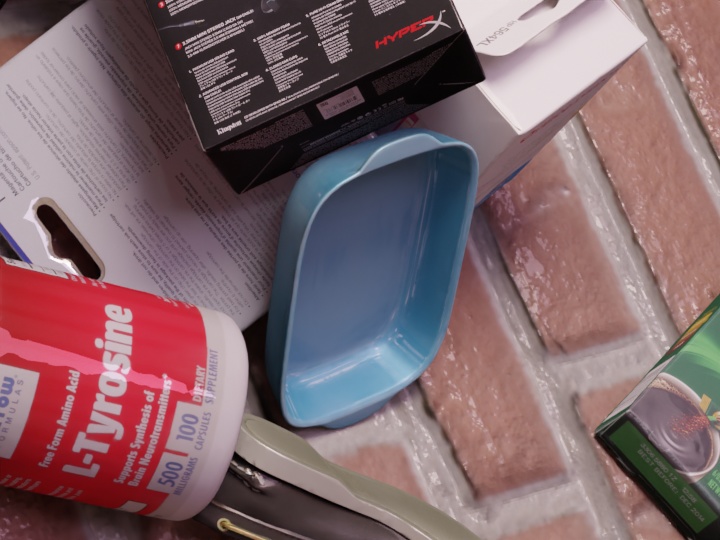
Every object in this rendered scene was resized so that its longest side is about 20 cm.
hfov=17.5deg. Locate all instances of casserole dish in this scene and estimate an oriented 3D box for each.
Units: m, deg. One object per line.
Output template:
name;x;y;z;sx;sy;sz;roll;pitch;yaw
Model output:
casserole dish;0.000;0.000;1.278;0.121;0.201;0.039;-21;49;-32

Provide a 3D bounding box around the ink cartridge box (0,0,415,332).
ink cartridge box;-0.105;-0.060;1.301;0.200;0.043;0.197;-38;91;-8

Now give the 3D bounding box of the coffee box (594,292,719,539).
coffee box;0.244;0.081;1.452;0.123;0.044;0.200;48;51;2

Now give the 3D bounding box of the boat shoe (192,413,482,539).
boat shoe;0.000;0.146;1.265;0.201;0.061;0.072;30;8;-23

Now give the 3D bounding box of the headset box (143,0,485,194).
headset box;-0.042;-0.166;1.234;0.148;0.077;0.201;-25;69;4

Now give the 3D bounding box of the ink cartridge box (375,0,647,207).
ink cartridge box;0.056;-0.115;1.352;0.125;0.200;0.128;49;51;5

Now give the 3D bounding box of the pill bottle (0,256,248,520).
pill bottle;-0.166;0.054;1.185;0.199;0.112;0.113;14;57;-23

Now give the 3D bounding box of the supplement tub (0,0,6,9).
supplement tub;-0.280;-0.211;1.273;0.107;0.107;0.201;-29;80;-38

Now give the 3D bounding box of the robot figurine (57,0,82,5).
robot figurine;-0.184;-0.251;1.314;0.170;0.112;0.201;-95;160;-62
